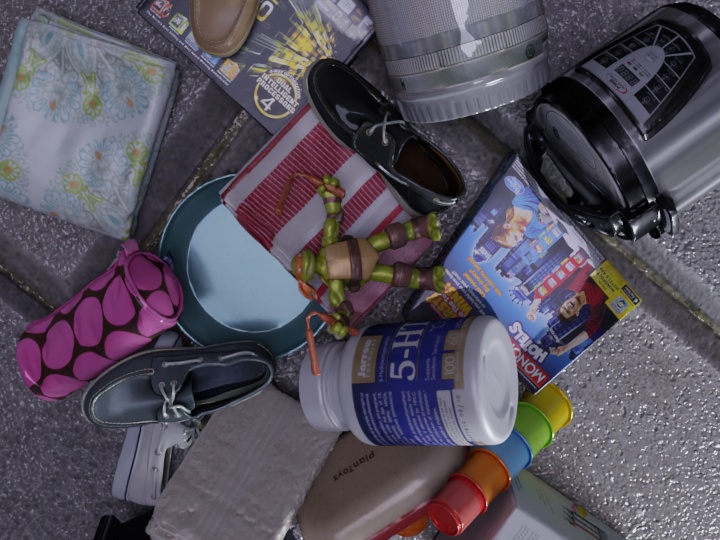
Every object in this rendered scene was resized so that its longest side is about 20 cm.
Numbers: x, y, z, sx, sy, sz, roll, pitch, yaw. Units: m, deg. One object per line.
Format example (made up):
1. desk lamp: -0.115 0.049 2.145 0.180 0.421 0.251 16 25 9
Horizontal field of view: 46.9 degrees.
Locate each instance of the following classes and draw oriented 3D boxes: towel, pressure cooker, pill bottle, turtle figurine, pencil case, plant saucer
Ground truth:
1. towel: -0.295 -0.152 0.869 0.169 0.048 0.202 20 99 0
2. pressure cooker: 0.259 -0.127 0.783 0.199 0.176 0.180 -34 100 3
3. pill bottle: 0.044 0.111 0.818 0.198 0.119 0.121 -7 99 28
4. towel: -0.029 -0.054 0.848 0.144 0.023 0.200 -47 108 -9
5. turtle figurine: 0.000 0.000 0.811 0.159 0.065 0.203 -4 72 -8
6. pencil case: -0.274 0.055 0.860 0.199 0.091 0.094 -33 101 22
7. towel: -0.117 0.213 0.855 0.131 0.035 0.201 29 62 7
8. plant saucer: -0.117 -0.004 0.890 0.197 0.036 0.203 0 98 1

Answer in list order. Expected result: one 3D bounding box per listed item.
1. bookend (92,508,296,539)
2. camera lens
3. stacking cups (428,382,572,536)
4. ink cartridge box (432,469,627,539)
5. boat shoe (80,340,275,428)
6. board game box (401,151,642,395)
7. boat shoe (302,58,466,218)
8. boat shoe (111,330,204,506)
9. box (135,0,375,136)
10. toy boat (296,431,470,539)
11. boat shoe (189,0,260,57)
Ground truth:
1. bookend: -0.153 0.329 0.891 0.198 0.092 0.201 -24 111 5
2. camera lens: 0.086 -0.258 0.772 0.158 0.160 0.202 -16 109 4
3. stacking cups: 0.142 0.185 0.833 0.060 0.199 0.061 24 130 32
4. ink cartridge box: 0.193 0.324 0.872 0.199 0.145 0.146 35 99 -3
5. boat shoe: -0.179 0.115 0.832 0.197 0.062 0.074 -12 100 -16
6. board game box: 0.150 0.019 0.871 0.199 0.062 0.200 -41 95 8
7. boat shoe: 0.027 -0.136 0.823 0.200 0.067 0.072 45 72 -16
8. boat shoe: -0.205 0.168 0.899 0.085 0.075 0.205 18 101 0
9. box: -0.101 -0.256 0.846 0.200 0.049 0.161 42 94 -5
10. toy boat: 0.033 0.240 0.892 0.199 0.131 0.131 -34 126 7
11. boat shoe: -0.125 -0.306 0.782 0.070 0.065 0.203 11 97 -1
